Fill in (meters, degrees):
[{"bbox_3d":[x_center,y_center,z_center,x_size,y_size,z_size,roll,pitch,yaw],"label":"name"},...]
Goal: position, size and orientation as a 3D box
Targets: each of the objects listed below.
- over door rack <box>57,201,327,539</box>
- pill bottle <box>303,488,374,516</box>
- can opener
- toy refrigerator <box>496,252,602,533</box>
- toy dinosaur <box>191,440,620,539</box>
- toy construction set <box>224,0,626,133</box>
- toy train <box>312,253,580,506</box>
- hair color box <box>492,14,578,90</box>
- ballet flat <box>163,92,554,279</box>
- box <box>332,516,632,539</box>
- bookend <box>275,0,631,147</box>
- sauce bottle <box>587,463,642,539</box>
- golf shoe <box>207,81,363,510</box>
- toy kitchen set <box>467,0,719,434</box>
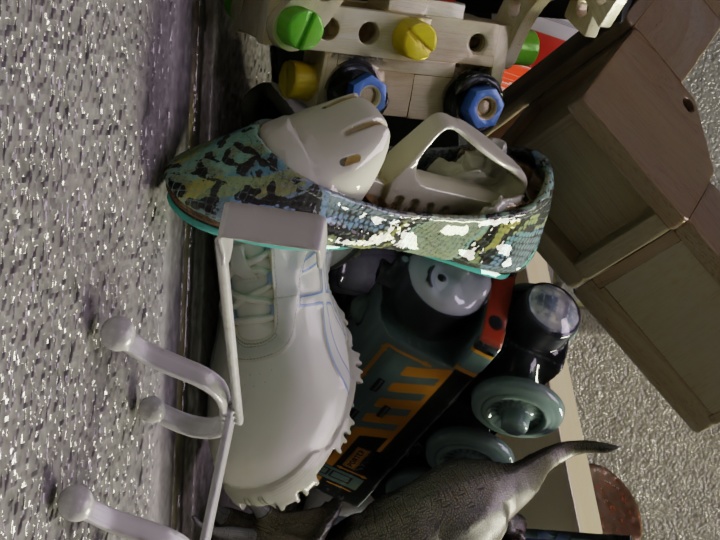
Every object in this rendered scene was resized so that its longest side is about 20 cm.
[{"bbox_3d":[-0.070,0.078,0.630,0.200,0.066,0.148,119,-18,-62],"label":"over door rack"},{"bbox_3d":[0.026,0.141,1.109,0.200,0.111,0.112,-56,148,-71],"label":"pill bottle"},{"bbox_3d":[0.000,0.000,1.046,0.200,0.063,0.079,19,76,-80],"label":"can opener"},{"bbox_3d":[0.081,0.062,1.045,0.076,0.070,0.201,14,64,-73],"label":"toy refrigerator"},{"bbox_3d":[0.032,0.127,0.858,0.102,0.199,0.077,68,9,-60],"label":"toy dinosaur"},{"bbox_3d":[0.025,-0.131,0.825,0.092,0.199,0.132,-130,-132,-70],"label":"toy construction set"},{"bbox_3d":[0.030,0.058,0.930,0.200,0.114,0.085,-53,-162,50],"label":"toy train"},{"bbox_3d":[0.080,-0.149,1.145,0.200,0.064,0.111,-15,-118,63],"label":"hair color box"},{"bbox_3d":[0.007,-0.044,0.797,0.199,0.074,0.075,6,87,-41],"label":"ballet flat"},{"bbox_3d":[0.032,0.191,0.910,0.040,0.199,0.137,80,17,-46],"label":"box"},{"bbox_3d":[0.061,-0.150,0.926,0.092,0.199,0.200,-60,152,-54],"label":"bookend"},{"bbox_3d":[0.091,0.194,1.147,0.200,0.066,0.066,-42,-159,38],"label":"sauce bottle"},{"bbox_3d":[-0.046,0.007,0.834,0.097,0.078,0.201,47,42,-48],"label":"golf shoe"},{"bbox_3d":[0.149,-0.035,0.968,0.181,0.163,0.200,48,43,-8],"label":"toy kitchen set"}]
